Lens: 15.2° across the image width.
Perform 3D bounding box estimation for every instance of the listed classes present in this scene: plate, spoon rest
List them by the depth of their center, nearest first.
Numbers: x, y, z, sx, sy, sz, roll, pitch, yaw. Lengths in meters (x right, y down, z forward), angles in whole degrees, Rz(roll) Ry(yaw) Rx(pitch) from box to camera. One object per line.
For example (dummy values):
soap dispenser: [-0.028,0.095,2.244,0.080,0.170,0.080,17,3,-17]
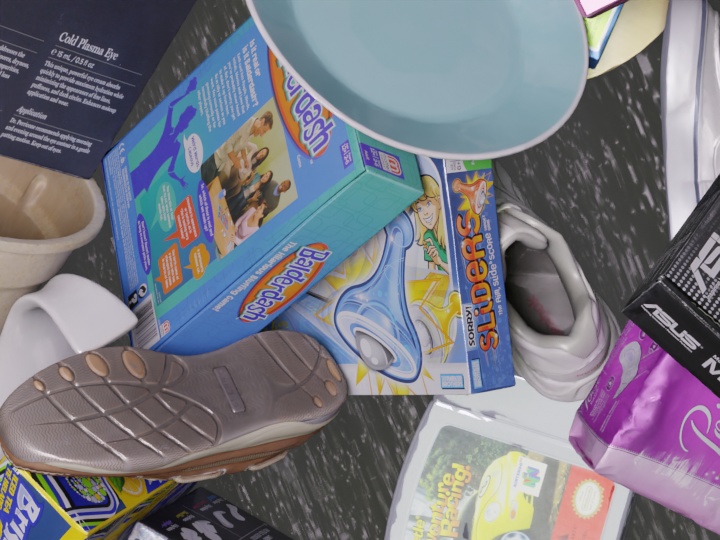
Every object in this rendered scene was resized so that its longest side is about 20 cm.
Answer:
plate: [0.026,-0.135,1.417,0.200,0.200,0.026,42,140,7]
spoon rest: [-0.173,0.055,1.505,0.099,0.200,0.061,-32,78,-28]

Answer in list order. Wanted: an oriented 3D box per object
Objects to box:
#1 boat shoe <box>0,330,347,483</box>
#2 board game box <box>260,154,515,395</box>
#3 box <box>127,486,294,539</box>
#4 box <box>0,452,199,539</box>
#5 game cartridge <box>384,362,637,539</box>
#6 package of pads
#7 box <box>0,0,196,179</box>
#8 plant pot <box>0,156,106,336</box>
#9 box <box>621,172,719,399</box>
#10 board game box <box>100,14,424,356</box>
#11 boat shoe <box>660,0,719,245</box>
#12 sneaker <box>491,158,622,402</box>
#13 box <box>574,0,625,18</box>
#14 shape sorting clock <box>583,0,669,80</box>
boat shoe: [-0.102,0.085,1.432,0.072,0.199,0.076,-57,46,46]
board game box: [0.000,0.000,1.477,0.200,0.034,0.136,-4,93,51]
box: [-0.103,0.244,1.524,0.114,0.132,0.201,27,100,9]
box: [-0.148,0.119,1.489,0.064,0.200,0.070,45,112,6]
game cartridge: [0.083,0.144,1.525,0.133,0.041,0.201,16,97,15]
package of pads: [0.225,0.089,1.439,0.199,0.076,0.121,27,97,-13]
box: [-0.191,-0.166,1.472,0.104,0.200,0.182,40,102,30]
plant pot: [-0.271,0.007,1.531,0.200,0.200,0.184,30,112,9]
box: [0.259,0.014,1.392,0.193,0.200,0.048,43,144,-4]
board game box: [-0.058,-0.052,1.467,0.200,0.045,0.153,-39,47,34]
boat shoe: [0.199,-0.055,1.471,0.065,0.074,0.201,-4,105,6]
sneaker: [0.071,-0.021,1.471,0.078,0.099,0.200,-44,76,-8]
box: [0.118,-0.227,1.368,0.096,0.200,0.177,-26,93,8]
shape sorting clock: [0.095,-0.201,1.494,0.199,0.039,0.201,1,95,7]
